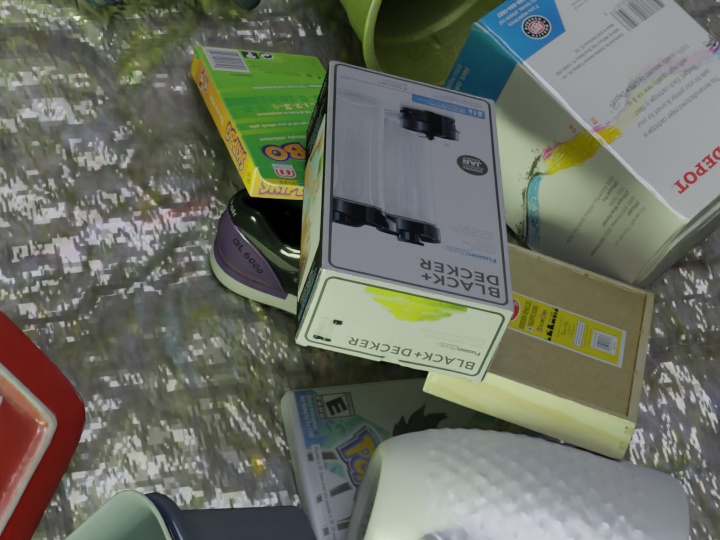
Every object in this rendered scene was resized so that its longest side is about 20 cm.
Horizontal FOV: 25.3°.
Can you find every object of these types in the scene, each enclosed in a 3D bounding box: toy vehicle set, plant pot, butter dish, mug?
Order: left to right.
[{"bbox_3d":[-0.284,0.101,0.906,0.200,0.147,0.200,51,48,-35],"label":"butter dish"},{"bbox_3d":[0.029,-0.266,1.196,0.199,0.201,0.190,-26,57,-27],"label":"plant pot"},{"bbox_3d":[0.084,0.169,0.914,0.174,0.200,0.148,17,93,-5],"label":"mug"},{"bbox_3d":[0.120,0.043,1.020,0.124,0.027,0.200,20,25,6],"label":"toy vehicle set"}]

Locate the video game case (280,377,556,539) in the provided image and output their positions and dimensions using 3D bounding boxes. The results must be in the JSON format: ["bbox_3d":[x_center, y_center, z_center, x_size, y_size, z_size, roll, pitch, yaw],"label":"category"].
[{"bbox_3d":[0.054,0.163,1.034,0.181,0.022,0.201,-4,62,-19],"label":"video game case"}]

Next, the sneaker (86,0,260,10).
[{"bbox_3d":[-0.166,-0.226,1.171,0.199,0.081,0.074,18,16,-23],"label":"sneaker"}]

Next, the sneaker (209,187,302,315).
[{"bbox_3d":[0.000,0.000,1.073,0.199,0.088,0.076,17,57,-7],"label":"sneaker"}]

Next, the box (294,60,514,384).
[{"bbox_3d":[0.026,-0.033,0.963,0.116,0.060,0.201,14,41,-10],"label":"box"}]

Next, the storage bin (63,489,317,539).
[{"bbox_3d":[-0.076,0.230,0.902,0.134,0.145,0.201,1,56,-48],"label":"storage bin"}]

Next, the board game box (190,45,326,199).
[{"bbox_3d":[-0.048,-0.098,1.095,0.095,0.030,0.200,3,29,-22],"label":"board game box"}]

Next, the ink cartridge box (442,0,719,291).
[{"bbox_3d":[0.175,-0.100,1.148,0.147,0.145,0.200,-36,75,-31],"label":"ink cartridge box"}]
